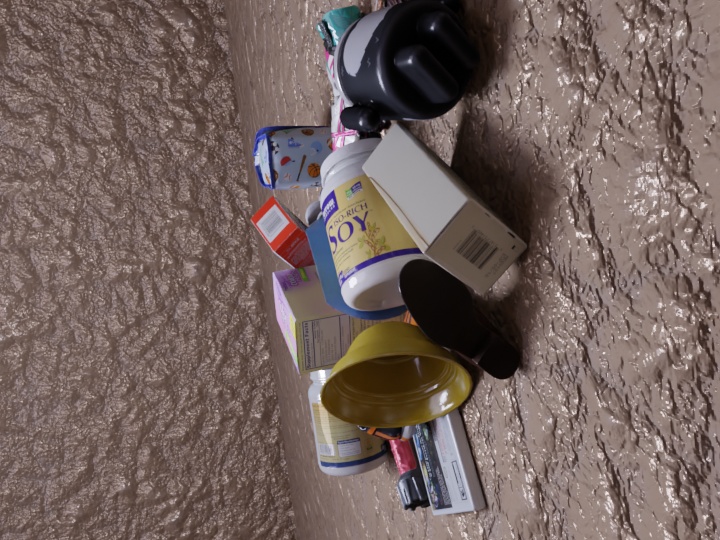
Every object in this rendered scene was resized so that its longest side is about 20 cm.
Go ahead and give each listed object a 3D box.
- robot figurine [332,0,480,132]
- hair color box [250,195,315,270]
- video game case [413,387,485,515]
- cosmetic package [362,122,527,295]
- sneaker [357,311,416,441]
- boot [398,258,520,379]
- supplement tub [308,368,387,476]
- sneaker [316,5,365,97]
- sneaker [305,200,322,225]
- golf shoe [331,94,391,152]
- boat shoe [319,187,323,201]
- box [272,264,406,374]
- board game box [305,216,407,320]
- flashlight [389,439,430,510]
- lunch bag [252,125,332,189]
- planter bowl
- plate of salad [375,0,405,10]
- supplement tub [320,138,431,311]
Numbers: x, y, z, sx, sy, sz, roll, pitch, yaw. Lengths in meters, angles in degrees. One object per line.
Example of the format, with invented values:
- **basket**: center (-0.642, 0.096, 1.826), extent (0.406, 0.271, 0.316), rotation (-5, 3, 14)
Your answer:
- **robot figurine**: center (0.045, -0.234, 0.723), extent (0.199, 0.148, 0.127), rotation (26, 131, 61)
- **hair color box**: center (-0.097, -0.035, 1.156), extent (0.111, 0.064, 0.200), rotation (48, -177, 42)
- **video game case**: center (0.117, 0.253, 0.954), extent (0.182, 0.023, 0.204), rotation (118, 140, -65)
- **cosmetic package**: center (0.085, -0.074, 0.707), extent (0.073, 0.103, 0.201), rotation (-49, 34, 14)
- **sneaker**: center (0.037, 0.142, 0.938), extent (0.078, 0.110, 0.205), rotation (149, 132, -79)
- **boot**: center (0.080, 0.036, 0.757), extent (0.186, 0.064, 0.200), rotation (46, 179, -22)
- **supplement tub**: center (-0.027, 0.283, 1.264), extent (0.144, 0.141, 0.205), rotation (174, 87, -74)
- **sneaker**: center (-0.016, -0.347, 1.011), extent (0.201, 0.082, 0.123), rotation (-116, 14, -51)
- **sneaker**: center (-0.053, -0.087, 1.112), extent (0.199, 0.114, 0.076), rotation (31, 96, 42)
- **golf shoe**: center (-0.007, -0.207, 0.927), extent (0.093, 0.072, 0.201), rotation (60, 156, 18)
- **boat shoe**: center (-0.034, -0.089, 1.232), extent (0.202, 0.067, 0.057), rotation (-117, 23, -44)
- **box**: center (-0.029, 0.065, 1.050), extent (0.176, 0.196, 0.099), rotation (-128, 33, -59)
- **board game box**: center (0.000, 0.000, 0.977), extent (0.039, 0.155, 0.203), rotation (117, 142, -48)
- **flashlight**: center (0.064, 0.296, 1.085), extent (0.069, 0.066, 0.203), rotation (94, 162, -54)
- **lunch bag**: center (-0.123, -0.228, 1.288), extent (0.200, 0.166, 0.127), rotation (-156, 61, -72)
- **planter bowl**: center (0.044, 0.126, 0.846), extent (0.202, 0.196, 0.085), rotation (101, 168, -51)
- **plate of salad**: center (0.042, -0.310, 0.870), extent (0.200, 0.047, 0.205), rotation (171, 90, -76)
- **supplement tub**: center (0.024, -0.062, 0.888), extent (0.146, 0.142, 0.204), rotation (115, 143, -64)
